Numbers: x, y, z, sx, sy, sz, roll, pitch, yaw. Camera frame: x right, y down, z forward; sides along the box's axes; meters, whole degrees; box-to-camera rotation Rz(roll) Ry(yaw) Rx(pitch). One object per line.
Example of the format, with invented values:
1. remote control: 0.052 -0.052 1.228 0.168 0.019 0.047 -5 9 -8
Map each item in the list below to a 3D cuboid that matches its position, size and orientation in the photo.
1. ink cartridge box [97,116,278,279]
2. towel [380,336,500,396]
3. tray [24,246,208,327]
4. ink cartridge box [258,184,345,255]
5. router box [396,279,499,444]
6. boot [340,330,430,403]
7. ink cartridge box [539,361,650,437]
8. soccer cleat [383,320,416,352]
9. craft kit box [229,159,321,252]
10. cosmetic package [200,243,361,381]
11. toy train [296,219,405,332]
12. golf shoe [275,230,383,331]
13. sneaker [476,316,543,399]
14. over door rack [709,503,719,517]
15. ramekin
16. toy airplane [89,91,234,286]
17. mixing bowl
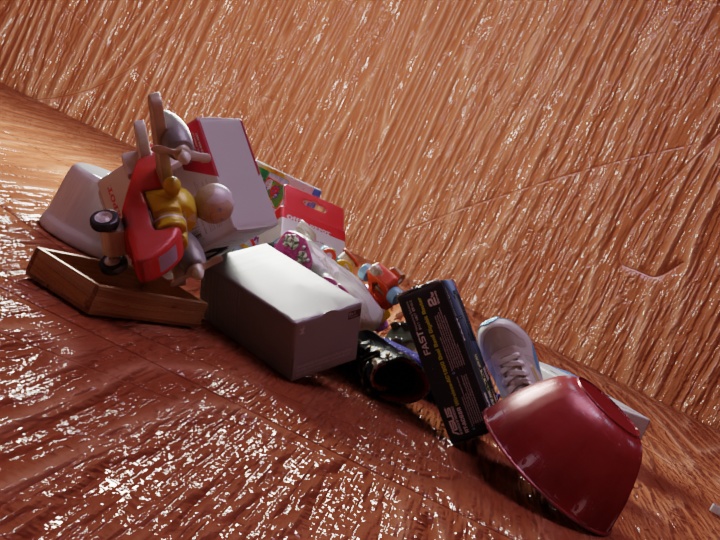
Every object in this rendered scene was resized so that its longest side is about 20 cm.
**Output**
1. ink cartridge box: -0.218 -0.084 1.335 0.200 0.145 0.083 -24 -7 36
2. towel: 0.107 0.162 1.580 0.200 0.050 0.148 26 -2 12
3. tray: -0.268 0.022 1.201 0.099 0.037 0.200 28 6 26
4. ink cartridge box: -0.088 -0.015 1.587 0.116 0.200 0.067 22 -37 -30
5. router box: 0.118 0.111 1.376 0.150 0.062 0.200 -3 72 -78
6. boot: -0.011 0.107 1.410 0.200 0.073 0.151 29 2 -34
7. ink cartridge box: 0.373 0.237 1.855 0.145 0.084 0.200 22 6 -41
8. soccer cleat: 0.116 0.123 1.709 0.084 0.065 0.200 40 -18 -28
9. craft kit box: -0.192 -0.079 1.693 0.197 0.200 0.049 25 5 -17
10. cosmetic package: -0.101 0.046 1.311 0.107 0.090 0.200 -14 34 -37
11. toy train: 0.000 0.000 1.473 0.200 0.056 0.150 38 -26 34
12. golf shoe: -0.044 0.019 1.412 0.091 0.075 0.200 13 27 -42
13. sneaker: 0.231 0.159 1.550 0.200 0.076 0.081 63 9 -12
14. over door rack: 0.652 0.356 1.652 0.200 0.148 0.067 30 1 37
15. ramekin: -0.335 -0.073 1.503 0.200 0.098 0.200 25 4 -2
16. toy airplane: -0.209 -0.081 1.194 0.141 0.199 0.200 1 -4 1
17. mixing bowl: 0.251 0.195 1.243 0.200 0.108 0.200 39 14 -12
